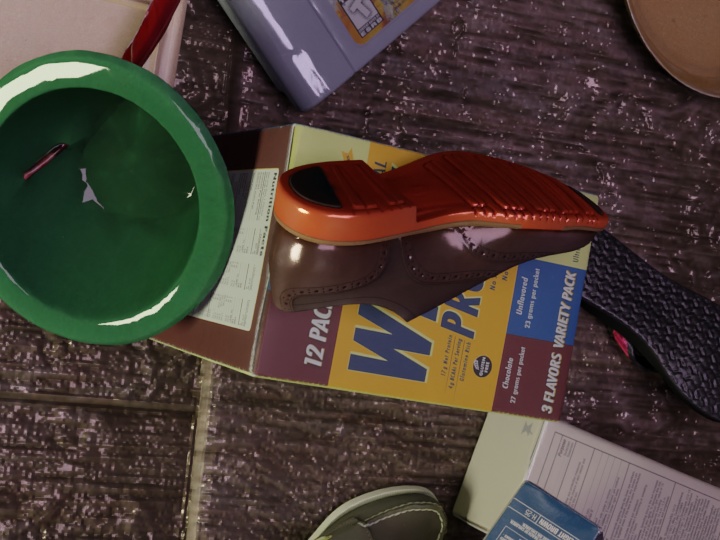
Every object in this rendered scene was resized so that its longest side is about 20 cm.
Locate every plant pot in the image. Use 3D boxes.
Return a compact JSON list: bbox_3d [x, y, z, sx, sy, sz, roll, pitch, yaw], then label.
[{"bbox_3d":[0.275,-0.232,1.034,0.199,0.027,0.202,-1,93,-24],"label":"plant pot"}]

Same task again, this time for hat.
[{"bbox_3d":[-0.126,-0.076,0.819,0.166,0.176,0.200,42,115,-6],"label":"hat"}]

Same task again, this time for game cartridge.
[{"bbox_3d":[-0.005,-0.217,0.894,0.200,0.041,0.134,-43,115,-20],"label":"game cartridge"}]

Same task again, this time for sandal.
[{"bbox_3d":[0.220,0.038,1.020,0.200,0.045,0.075,40,71,-6],"label":"sandal"}]

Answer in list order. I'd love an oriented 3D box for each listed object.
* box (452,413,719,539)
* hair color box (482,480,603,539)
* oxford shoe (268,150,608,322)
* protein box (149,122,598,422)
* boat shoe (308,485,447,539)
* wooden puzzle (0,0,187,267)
[{"bbox_3d":[0.177,0.173,0.981,0.199,0.078,0.096,26,83,-24],"label":"box"},{"bbox_3d":[0.073,0.238,0.830,0.200,0.060,0.100,-52,154,-16],"label":"hair color box"},{"bbox_3d":[0.040,-0.016,0.706,0.199,0.071,0.073,-2,121,-28],"label":"oxford shoe"},{"bbox_3d":[0.000,0.000,0.824,0.197,0.200,0.136,11,89,-25],"label":"protein box"},{"bbox_3d":[-0.020,0.210,0.902,0.201,0.060,0.073,-26,103,-21],"label":"boat shoe"},{"bbox_3d":[-0.207,-0.105,0.817,0.184,0.037,0.202,10,84,-25],"label":"wooden puzzle"}]
